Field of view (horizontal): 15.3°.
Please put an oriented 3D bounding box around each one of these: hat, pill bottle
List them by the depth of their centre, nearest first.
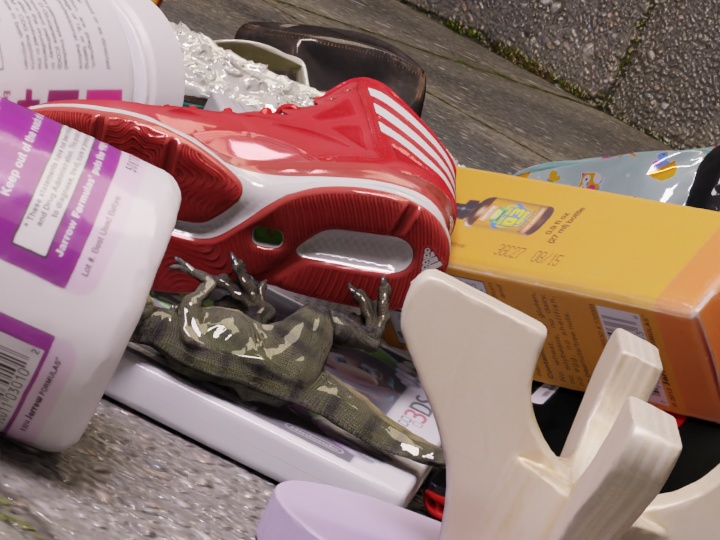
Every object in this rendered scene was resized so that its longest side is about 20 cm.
[{"bbox_3d":[-0.174,-0.022,0.953,0.200,0.112,0.112,24,10,-8],"label":"pill bottle"},{"bbox_3d":[-0.175,-0.086,1.216,0.113,0.114,0.200,30,20,27],"label":"pill bottle"},{"bbox_3d":[-0.018,-0.095,1.484,0.200,0.081,0.201,22,7,-3],"label":"hat"}]

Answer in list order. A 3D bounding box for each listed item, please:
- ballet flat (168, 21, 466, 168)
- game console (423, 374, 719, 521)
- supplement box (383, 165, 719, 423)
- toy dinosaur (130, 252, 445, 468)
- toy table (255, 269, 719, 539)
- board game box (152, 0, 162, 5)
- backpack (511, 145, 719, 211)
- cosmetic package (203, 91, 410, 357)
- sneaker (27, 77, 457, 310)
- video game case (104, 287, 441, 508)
[{"bbox_3d":[-0.024,-0.078,1.363,0.200,0.072,0.072,21,10,-12],"label":"ballet flat"},{"bbox_3d":[0.149,0.065,1.141,0.177,0.031,0.200,9,36,39],"label":"game console"},{"bbox_3d":[0.090,0.007,1.170,0.200,0.067,0.069,14,-43,41],"label":"supplement box"},{"bbox_3d":[-0.029,0.030,1.099,0.200,0.048,0.088,24,30,-5],"label":"toy dinosaur"},{"bbox_3d":[0.077,0.090,0.982,0.200,0.117,0.184,24,10,-12],"label":"toy table"},{"bbox_3d":[-0.208,-0.204,1.589,0.200,0.200,0.200,24,9,-6],"label":"board game box"},{"bbox_3d":[0.160,-0.001,1.527,0.126,0.167,0.200,24,-18,-39],"label":"backpack"},{"bbox_3d":[0.000,0.000,1.313,0.200,0.102,0.071,24,9,-12],"label":"cosmetic package"},{"bbox_3d":[-0.053,-0.044,1.181,0.200,0.078,0.116,17,28,2],"label":"sneaker"},{"bbox_3d":[-0.056,0.037,1.159,0.200,0.023,0.182,26,15,6],"label":"video game case"}]
